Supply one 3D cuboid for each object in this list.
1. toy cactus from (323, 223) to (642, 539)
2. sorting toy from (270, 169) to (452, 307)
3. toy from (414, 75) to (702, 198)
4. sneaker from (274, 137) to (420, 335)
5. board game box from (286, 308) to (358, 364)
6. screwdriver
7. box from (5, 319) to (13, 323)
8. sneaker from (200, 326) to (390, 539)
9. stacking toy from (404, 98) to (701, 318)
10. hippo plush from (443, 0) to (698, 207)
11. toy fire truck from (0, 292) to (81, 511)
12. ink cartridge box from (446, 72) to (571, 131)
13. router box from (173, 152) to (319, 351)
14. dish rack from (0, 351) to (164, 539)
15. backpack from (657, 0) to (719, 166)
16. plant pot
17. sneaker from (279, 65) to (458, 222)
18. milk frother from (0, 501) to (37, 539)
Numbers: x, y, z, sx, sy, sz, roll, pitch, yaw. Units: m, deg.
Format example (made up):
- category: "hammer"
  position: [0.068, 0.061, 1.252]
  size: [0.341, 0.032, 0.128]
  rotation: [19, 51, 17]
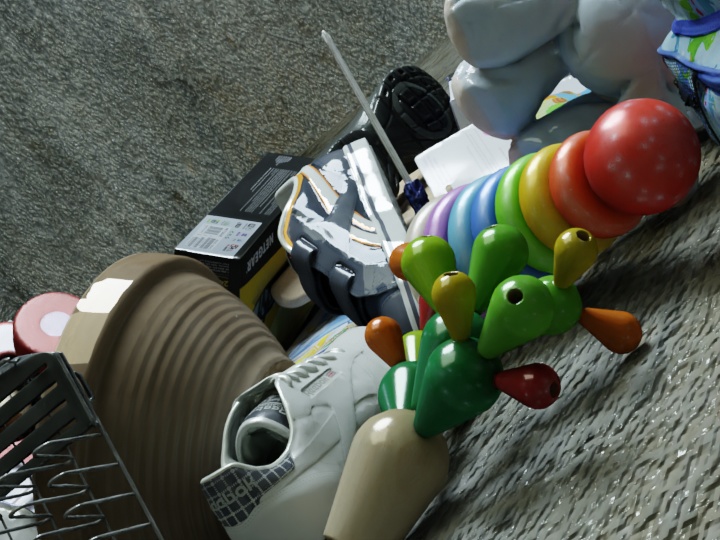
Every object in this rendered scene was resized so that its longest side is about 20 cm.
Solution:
- category: "toy cactus"
  position: [0.040, 0.058, 0.667]
  size: [0.166, 0.102, 0.200]
  rotation: [-62, 17, -13]
- category: "sorting toy"
  position: [0.043, -0.048, 1.077]
  size: [0.199, 0.037, 0.185]
  rotation: [-29, 13, 27]
- category: "toy"
  position: [0.143, -0.078, 0.924]
  size: [0.199, 0.047, 0.115]
  rotation: [-30, 34, 5]
- category: "sneaker"
  position: [0.000, 0.000, 0.896]
  size: [0.079, 0.079, 0.200]
  rotation: [-24, 38, 1]
- category: "board game box"
  position: [0.014, 0.025, 1.039]
  size: [0.135, 0.035, 0.200]
  rotation: [-34, 10, 32]
- category: "screwdriver"
  position: [0.025, -0.073, 0.959]
  size: [0.028, 0.201, 0.029]
  rotation: [-27, 0, -19]
- category: "box"
  position: [-0.318, 0.175, 1.231]
  size: [0.200, 0.177, 0.097]
  rotation: [-40, 6, -3]
- category: "sneaker"
  position: [-0.022, 0.076, 0.747]
  size: [0.076, 0.081, 0.200]
  rotation: [-39, 15, 25]
- category: "stacking toy"
  position: [0.100, -0.028, 0.738]
  size: [0.085, 0.085, 0.200]
  rotation: [-45, 6, -29]
- category: "hippo plush"
  position: [0.147, -0.147, 0.814]
  size: [0.161, 0.159, 0.201]
  rotation: [-44, -33, -44]
- category: "toy fire truck"
  position: [-0.231, 0.125, 1.087]
  size: [0.168, 0.199, 0.112]
  rotation: [-47, -19, -40]
- category: "ink cartridge box"
  position: [0.161, -0.143, 1.019]
  size: [0.199, 0.044, 0.094]
  rotation: [-19, 16, 8]
- category: "router box"
  position: [-0.081, 0.019, 1.108]
  size: [0.052, 0.158, 0.200]
  rotation: [9, 27, 13]
- category: "dish rack"
  position: [-0.158, 0.145, 0.690]
  size: [0.153, 0.201, 0.054]
  rotation: [-37, -18, 20]
- category: "backpack"
  position: [0.207, -0.119, 0.584]
  size: [0.183, 0.147, 0.200]
  rotation: [-42, 12, 10]
- category: "plant pot"
  position: [-0.088, 0.094, 0.803]
  size: [0.092, 0.202, 0.201]
  rotation: [6, 30, 21]
- category: "sneaker"
  position: [0.004, -0.083, 1.069]
  size: [0.091, 0.076, 0.200]
  rotation: [-33, 7, 44]
- category: "milk frother"
  position: [-0.309, 0.223, 0.895]
  size: [0.180, 0.200, 0.188]
  rotation: [-41, 8, 18]
